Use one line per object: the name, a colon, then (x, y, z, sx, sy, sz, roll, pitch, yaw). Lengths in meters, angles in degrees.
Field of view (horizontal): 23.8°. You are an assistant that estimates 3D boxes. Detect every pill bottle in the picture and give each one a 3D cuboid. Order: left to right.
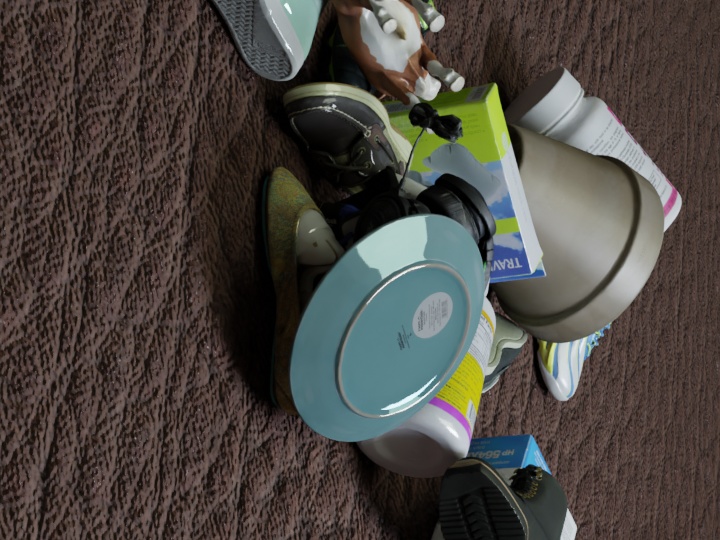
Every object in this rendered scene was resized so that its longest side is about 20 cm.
pill bottle: (0.063, 0.076, 1.527, 0.105, 0.103, 0.202, 58, 36, -42)
pill bottle: (0.249, -0.116, 1.862, 0.200, 0.113, 0.114, 48, 38, -13)

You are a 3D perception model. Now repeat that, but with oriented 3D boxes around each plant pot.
plant pot: (0.174, -0.053, 1.702, 0.173, 0.199, 0.202, 33, 54, -34)

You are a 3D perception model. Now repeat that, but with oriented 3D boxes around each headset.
headset: (0.059, -0.034, 1.369, 0.122, 0.094, 0.202, -17, 115, -29)

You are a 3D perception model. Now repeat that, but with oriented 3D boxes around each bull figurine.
bull figurine: (0.028, -0.186, 1.396, 0.065, 0.121, 0.200, -41, 138, -6)

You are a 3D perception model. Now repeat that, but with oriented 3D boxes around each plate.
plate: (0.029, 0.051, 1.343, 0.199, 0.026, 0.202, -22, 128, -30)

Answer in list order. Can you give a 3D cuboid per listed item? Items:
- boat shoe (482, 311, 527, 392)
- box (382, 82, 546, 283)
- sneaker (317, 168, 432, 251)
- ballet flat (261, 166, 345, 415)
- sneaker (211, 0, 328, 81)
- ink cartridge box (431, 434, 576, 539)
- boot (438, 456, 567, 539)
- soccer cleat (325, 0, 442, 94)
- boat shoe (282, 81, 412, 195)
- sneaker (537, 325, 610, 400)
boat shoe: (0.113, 0.083, 1.691, 0.068, 0.071, 0.200, -62, 170, 20)
box: (0.092, -0.066, 1.590, 0.048, 0.121, 0.202, -56, 134, -56)
sneaker: (0.000, -0.001, 1.439, 0.114, 0.080, 0.201, 27, 83, -29)
ballet flat: (-0.039, 0.015, 1.376, 0.071, 0.070, 0.203, 12, 74, -62)
sneaker: (-0.077, -0.261, 1.337, 0.201, 0.073, 0.119, 69, 36, -48)
ink cartridge box: (0.133, 0.283, 1.649, 0.147, 0.083, 0.201, 63, 35, -35)
boot: (0.131, 0.204, 1.532, 0.139, 0.077, 0.201, -72, 147, -45)
soccer cleat: (0.025, -0.217, 1.529, 0.068, 0.080, 0.201, 62, 34, -37)
boat shoe: (-0.004, -0.103, 1.459, 0.200, 0.072, 0.066, 30, 54, -59)
sneaker: (0.258, 0.046, 1.921, 0.076, 0.104, 0.202, 35, 54, -57)
